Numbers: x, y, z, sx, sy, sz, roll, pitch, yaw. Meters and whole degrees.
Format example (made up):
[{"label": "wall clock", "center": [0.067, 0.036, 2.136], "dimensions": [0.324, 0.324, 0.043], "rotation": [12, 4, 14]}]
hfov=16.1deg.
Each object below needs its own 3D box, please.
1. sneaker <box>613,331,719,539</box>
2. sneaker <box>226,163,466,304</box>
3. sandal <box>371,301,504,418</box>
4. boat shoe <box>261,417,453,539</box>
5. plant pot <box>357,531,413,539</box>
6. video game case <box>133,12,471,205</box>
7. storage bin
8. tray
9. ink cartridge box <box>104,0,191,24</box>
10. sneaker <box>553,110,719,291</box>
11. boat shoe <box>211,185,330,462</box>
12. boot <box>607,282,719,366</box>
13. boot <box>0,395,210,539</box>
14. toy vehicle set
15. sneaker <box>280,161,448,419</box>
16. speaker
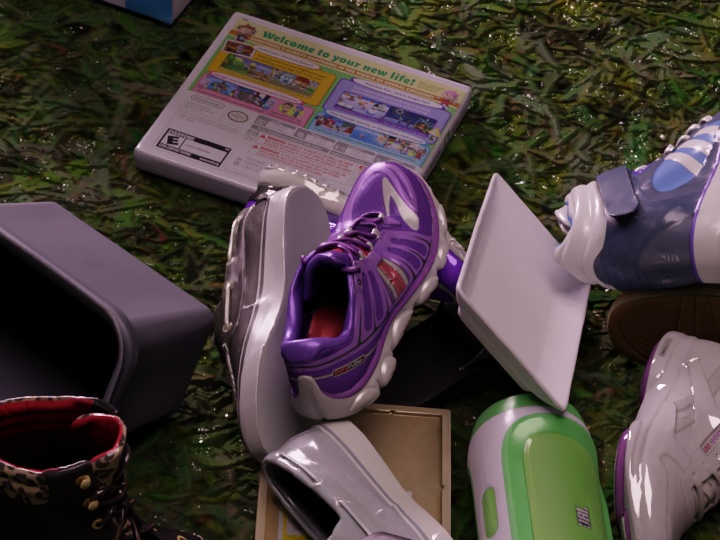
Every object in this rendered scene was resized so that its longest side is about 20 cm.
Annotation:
[{"label": "sneaker", "center": [0.219, 0.115, 1.639], "dimensions": [0.099, 0.075, 0.201], "rotation": [7, 45, 16]}, {"label": "sneaker", "center": [-0.009, 0.004, 1.731], "dimensions": [0.199, 0.070, 0.100], "rotation": [20, 70, 35]}, {"label": "sandal", "center": [0.077, 0.039, 1.732], "dimensions": [0.076, 0.043, 0.200], "rotation": [33, 50, 25]}, {"label": "boat shoe", "center": [0.005, 0.170, 1.539], "dimensions": [0.071, 0.070, 0.201], "rotation": [-23, 45, -20]}, {"label": "plant pot", "center": [0.006, 0.264, 1.402], "dimensions": [0.199, 0.201, 0.177], "rotation": [-22, 39, -26]}, {"label": "video game case", "center": [-0.040, -0.106, 1.882], "dimensions": [0.199, 0.022, 0.182], "rotation": [19, 46, 13]}, {"label": "storage bin", "center": [-0.201, 0.040, 1.648], "dimensions": [0.199, 0.146, 0.134], "rotation": [33, 23, 25]}, {"label": "tray", "center": [0.104, 0.015, 1.672], "dimensions": [0.107, 0.022, 0.200], "rotation": [48, 23, -12]}, {"label": "ink cartridge box", "center": [-0.202, -0.316, 1.988], "dimensions": [0.199, 0.145, 0.148], "rotation": [19, 46, 14]}, {"label": "sneaker", "center": [0.207, -0.060, 1.756], "dimensions": [0.146, 0.081, 0.200], "rotation": [0, 38, 28]}, {"label": "boat shoe", "center": [-0.061, 0.040, 1.664], "dimensions": [0.063, 0.071, 0.201], "rotation": [-18, 50, 32]}, {"label": "boot", "center": [0.266, -0.003, 1.780], "dimensions": [0.198, 0.073, 0.156], "rotation": [-6, 38, 2]}, {"label": "boot", "center": [-0.139, 0.150, 1.502], "dimensions": [0.199, 0.151, 0.073], "rotation": [9, 45, 16]}, {"label": "toy vehicle set", "center": [-0.005, 0.165, 1.606], "dimensions": [0.123, 0.027, 0.201], "rotation": [5, 44, -2]}, {"label": "sneaker", "center": [0.000, 0.000, 1.622], "dimensions": [0.080, 0.084, 0.201], "rotation": [-2, 46, 23]}, {"label": "speaker", "center": [0.114, 0.174, 1.571], "dimensions": [0.088, 0.089, 0.201], "rotation": [1, 45, -6]}]
